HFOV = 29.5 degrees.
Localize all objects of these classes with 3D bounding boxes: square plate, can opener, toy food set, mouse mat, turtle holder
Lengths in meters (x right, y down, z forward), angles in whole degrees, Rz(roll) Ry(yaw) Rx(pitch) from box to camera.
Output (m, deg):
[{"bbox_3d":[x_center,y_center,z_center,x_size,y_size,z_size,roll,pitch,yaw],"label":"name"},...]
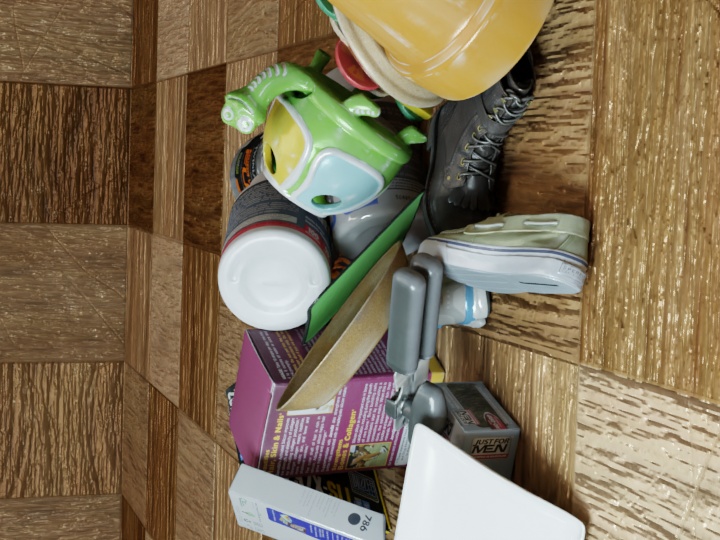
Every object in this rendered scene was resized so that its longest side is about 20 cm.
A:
[{"bbox_3d":[0.111,0.263,1.232,0.200,0.028,0.199,28,118,39],"label":"square plate"},{"bbox_3d":[0.057,0.075,1.254,0.066,0.053,0.201,24,134,29],"label":"can opener"},{"bbox_3d":[0.028,-0.249,1.349,0.048,0.200,0.199,-21,51,37],"label":"toy food set"},{"bbox_3d":[0.000,0.000,1.351,0.008,0.161,0.200,42,166,7],"label":"mouse mat"},{"bbox_3d":[-0.037,-0.129,1.351,0.141,0.185,0.132,44,104,22],"label":"turtle holder"}]

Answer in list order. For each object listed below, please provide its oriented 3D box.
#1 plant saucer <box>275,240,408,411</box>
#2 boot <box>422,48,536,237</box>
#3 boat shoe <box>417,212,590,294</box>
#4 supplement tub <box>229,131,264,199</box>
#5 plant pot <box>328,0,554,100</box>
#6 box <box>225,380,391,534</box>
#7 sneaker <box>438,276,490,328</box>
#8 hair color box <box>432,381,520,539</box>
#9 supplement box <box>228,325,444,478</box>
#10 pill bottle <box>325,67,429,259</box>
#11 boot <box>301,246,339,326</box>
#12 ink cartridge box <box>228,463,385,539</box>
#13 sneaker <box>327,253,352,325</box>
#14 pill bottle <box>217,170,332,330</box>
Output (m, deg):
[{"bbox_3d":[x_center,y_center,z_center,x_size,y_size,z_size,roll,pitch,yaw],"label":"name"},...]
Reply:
[{"bbox_3d":[-0.008,0.062,1.303,0.201,0.035,0.200,-53,5,6],"label":"plant saucer"},{"bbox_3d":[0.115,-0.122,1.267,0.174,0.069,0.201,126,143,-60],"label":"boot"},{"bbox_3d":[0.130,-0.018,1.204,0.199,0.072,0.062,7,72,52],"label":"boat shoe"},{"bbox_3d":[-0.092,-0.131,1.784,0.200,0.122,0.123,171,99,-71],"label":"supplement tub"},{"bbox_3d":[0.048,-0.278,1.201,0.200,0.183,0.201,-37,42,43],"label":"plant pot"},{"bbox_3d":[-0.060,0.221,1.576,0.049,0.200,0.160,-36,46,25],"label":"box"},{"bbox_3d":[0.057,0.026,1.406,0.200,0.086,0.075,165,103,-71],"label":"sneaker"},{"bbox_3d":[0.094,0.220,1.329,0.099,0.060,0.201,-128,42,-60],"label":"hair color box"},{"bbox_3d":[-0.027,0.138,1.465,0.103,0.199,0.132,-123,39,-50],"label":"supplement box"},{"bbox_3d":[0.012,-0.122,1.498,0.114,0.113,0.201,123,143,-57],"label":"pill bottle"},{"bbox_3d":[-0.023,0.078,1.693,0.139,0.077,0.201,-76,-11,-47],"label":"boot"},{"bbox_3d":[-0.035,0.263,1.397,0.100,0.199,0.039,89,-156,-59],"label":"ink cartridge box"},{"bbox_3d":[-0.020,-0.011,1.565,0.078,0.111,0.201,75,-176,-58],"label":"sneaker"},{"bbox_3d":[-0.088,-0.034,1.489,0.200,0.119,0.120,-89,10,-61],"label":"pill bottle"}]
